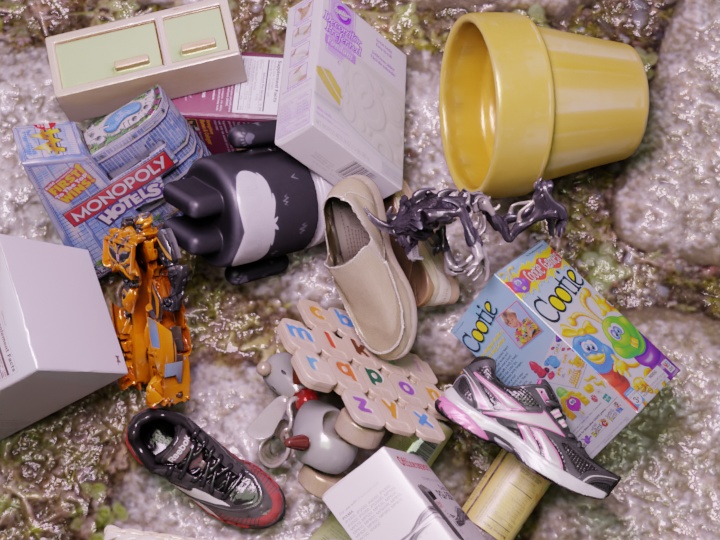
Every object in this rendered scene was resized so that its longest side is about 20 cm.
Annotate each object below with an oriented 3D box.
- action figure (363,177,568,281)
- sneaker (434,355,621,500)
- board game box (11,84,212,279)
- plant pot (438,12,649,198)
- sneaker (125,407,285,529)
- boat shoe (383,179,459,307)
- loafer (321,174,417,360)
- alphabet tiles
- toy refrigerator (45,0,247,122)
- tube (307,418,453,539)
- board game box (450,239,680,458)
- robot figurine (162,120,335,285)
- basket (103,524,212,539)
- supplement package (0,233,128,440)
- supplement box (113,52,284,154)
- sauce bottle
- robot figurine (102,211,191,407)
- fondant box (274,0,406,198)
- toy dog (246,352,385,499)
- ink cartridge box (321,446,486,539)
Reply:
[{"bbox_3d":[0.107,-0.039,1.255,0.200,0.119,0.102,-8,100,-4],"label":"action figure"},{"bbox_3d":[0.179,0.155,1.235,0.200,0.080,0.086,32,86,3],"label":"sneaker"},{"bbox_3d":[-0.271,-0.102,1.325,0.200,0.200,0.062,-31,52,4],"label":"board game box"},{"bbox_3d":[0.203,-0.182,1.351,0.189,0.201,0.201,-3,74,-14],"label":"plant pot"},{"bbox_3d":[-0.169,0.209,1.304,0.200,0.098,0.071,32,77,10],"label":"sneaker"},{"bbox_3d":[0.052,-0.045,1.380,0.065,0.072,0.200,2,52,-39],"label":"boat shoe"},{"bbox_3d":[0.000,0.000,1.284,0.076,0.068,0.200,-19,86,35],"label":"loafer"},{"bbox_3d":[0.007,0.105,1.277,0.015,0.200,0.196,-56,39,22],"label":"alphabet tiles"},{"bbox_3d":[-0.230,-0.229,1.325,0.200,0.070,0.076,-13,71,-2],"label":"toy refrigerator"},{"bbox_3d":[0.022,0.238,1.314,0.200,0.052,0.058,-55,38,-6],"label":"tube"},{"bbox_3d":[0.214,0.084,1.294,0.200,0.105,0.103,45,44,13],"label":"board game box"},{"bbox_3d":[-0.116,-0.072,1.338,0.200,0.150,0.125,-14,68,-35],"label":"robot figurine"},{"bbox_3d":[-0.157,0.352,1.213,0.200,0.198,0.161,8,73,6],"label":"basket"},{"bbox_3d":[-0.384,0.078,1.290,0.200,0.152,0.151,-27,74,20],"label":"supplement package"},{"bbox_3d":[-0.168,-0.190,1.404,0.200,0.110,0.086,3,72,4],"label":"supplement box"},{"bbox_3d":[0.132,0.267,1.289,0.065,0.065,0.200,35,81,11],"label":"sauce bottle"},{"bbox_3d":[-0.228,0.038,1.308,0.058,0.145,0.200,-14,107,-33],"label":"robot figurine"},{"bbox_3d":[-0.018,-0.190,1.352,0.058,0.144,0.200,-26,47,34],"label":"fondant box"},{"bbox_3d":[-0.067,0.150,1.257,0.200,0.096,0.132,14,84,51],"label":"toy dog"},{"bbox_3d":[0.069,0.274,1.189,0.083,0.147,0.200,-41,70,6],"label":"ink cartridge box"}]
